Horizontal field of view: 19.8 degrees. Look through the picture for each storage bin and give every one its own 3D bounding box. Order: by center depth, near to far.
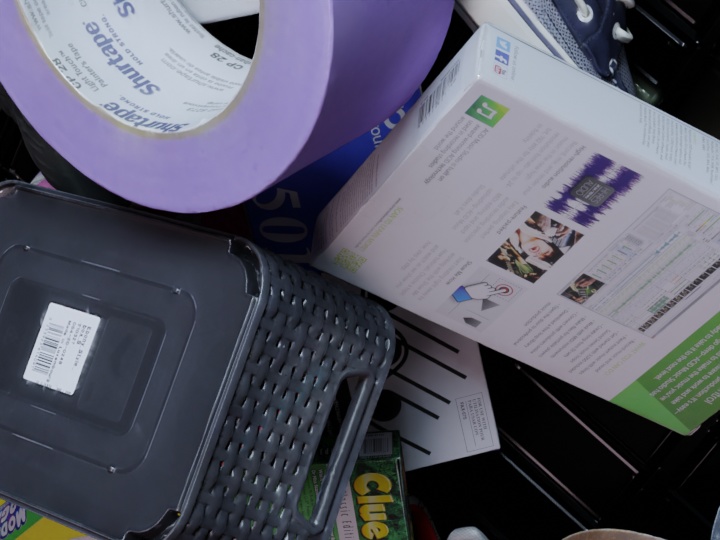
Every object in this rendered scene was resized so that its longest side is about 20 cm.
[{"bbox_3d":[-0.099,0.048,0.915,0.200,0.094,0.136,14,82,42],"label":"storage bin"}]

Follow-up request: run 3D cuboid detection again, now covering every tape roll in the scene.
[{"bbox_3d":[-0.066,-0.130,0.817,0.200,0.085,0.201,19,123,31],"label":"tape roll"}]

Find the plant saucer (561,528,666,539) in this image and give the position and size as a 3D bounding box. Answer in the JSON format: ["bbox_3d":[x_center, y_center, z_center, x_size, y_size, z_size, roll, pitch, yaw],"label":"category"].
[{"bbox_3d":[0.159,0.206,0.966,0.200,0.037,0.201,31,147,23],"label":"plant saucer"}]

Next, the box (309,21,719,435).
[{"bbox_3d":[0.098,-0.010,0.867,0.200,0.036,0.144,26,139,-16],"label":"box"}]

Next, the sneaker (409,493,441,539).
[{"bbox_3d":[-0.004,0.198,1.108,0.108,0.067,0.202,12,118,35],"label":"sneaker"}]

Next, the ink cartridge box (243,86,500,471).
[{"bbox_3d":[0.000,0.000,0.982,0.094,0.044,0.201,-13,109,-1],"label":"ink cartridge box"}]

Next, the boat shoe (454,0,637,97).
[{"bbox_3d":[0.094,-0.116,0.861,0.200,0.093,0.075,47,-178,-30],"label":"boat shoe"}]

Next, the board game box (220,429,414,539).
[{"bbox_3d":[-0.022,0.159,1.021,0.104,0.023,0.200,-2,131,6],"label":"board game box"}]

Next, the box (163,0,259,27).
[{"bbox_3d":[-0.073,-0.193,0.923,0.200,0.106,0.153,-5,109,40],"label":"box"}]

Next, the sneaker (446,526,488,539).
[{"bbox_3d":[0.052,0.213,0.977,0.075,0.200,0.116,-10,142,9],"label":"sneaker"}]

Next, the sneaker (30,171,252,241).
[{"bbox_3d":[-0.127,-0.033,1.063,0.200,0.088,0.081,-20,135,29],"label":"sneaker"}]

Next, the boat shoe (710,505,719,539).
[{"bbox_3d":[0.199,0.092,0.892,0.091,0.071,0.201,15,122,32],"label":"boat shoe"}]

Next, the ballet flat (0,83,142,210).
[{"bbox_3d":[-0.145,-0.088,1.022,0.200,0.057,0.067,44,129,46],"label":"ballet flat"}]

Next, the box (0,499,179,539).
[{"bbox_3d":[-0.131,0.144,1.079,0.117,0.048,0.200,26,140,-25],"label":"box"}]
